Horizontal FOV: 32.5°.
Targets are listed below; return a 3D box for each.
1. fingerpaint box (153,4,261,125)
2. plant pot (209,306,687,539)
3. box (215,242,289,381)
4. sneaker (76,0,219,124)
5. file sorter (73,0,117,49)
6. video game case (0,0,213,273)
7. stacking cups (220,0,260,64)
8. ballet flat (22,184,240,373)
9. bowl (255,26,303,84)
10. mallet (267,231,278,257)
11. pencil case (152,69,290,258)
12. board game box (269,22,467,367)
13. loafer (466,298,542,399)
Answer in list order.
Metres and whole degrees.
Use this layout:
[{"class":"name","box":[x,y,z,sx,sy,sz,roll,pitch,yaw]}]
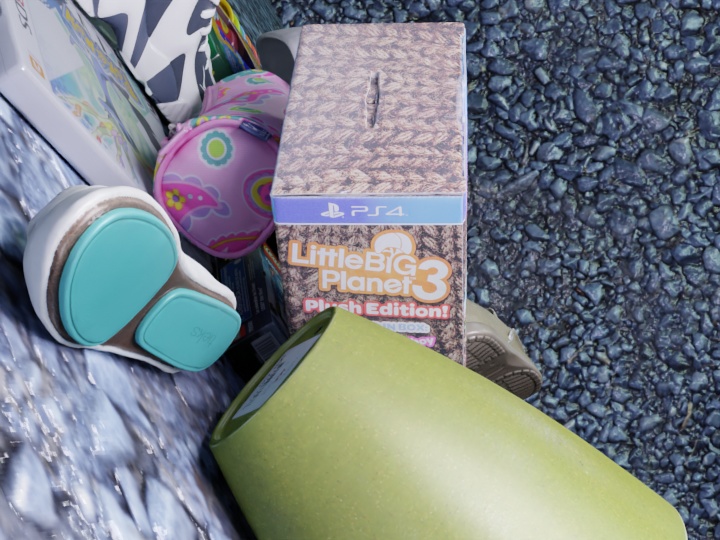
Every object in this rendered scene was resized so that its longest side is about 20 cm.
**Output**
[{"class":"fingerpaint box","box":[-0.134,-0.174,1.079,0.167,0.073,0.201,53,9,-48]},{"class":"plant pot","box":[0.026,0.121,0.617,0.200,0.187,0.187,43,8,-8]},{"class":"box","box":[-0.030,0.083,0.856,0.201,0.040,0.137,57,7,-27]},{"class":"sneaker","box":[-0.113,-0.187,0.852,0.200,0.129,0.080,54,3,-36]},{"class":"file sorter","box":[-0.187,-0.284,0.867,0.125,0.138,0.200,59,5,25]},{"class":"video game case","box":[-0.165,-0.109,0.740,0.200,0.022,0.183,54,9,-50]},{"class":"stacking cups","box":[-0.157,-0.268,1.442,0.061,0.060,0.200,60,4,5]},{"class":"ballet flat","box":[-0.109,0.000,0.542,0.070,0.069,0.200,61,2,18]},{"class":"bowl","box":[-0.007,-0.096,0.948,0.200,0.074,0.202,-139,-150,-74]},{"class":"mallet","box":[0.000,0.000,1.080,0.198,0.041,0.066,17,35,-24]},{"class":"pencil case","box":[-0.077,-0.074,0.777,0.088,0.087,0.200,58,11,-13]},{"class":"board game box","box":[0.013,-0.014,0.710,0.160,0.096,0.202,-84,173,-49]},{"class":"loafer","box":[0.116,0.075,1.148,0.200,0.075,0.069,52,16,-59]}]
